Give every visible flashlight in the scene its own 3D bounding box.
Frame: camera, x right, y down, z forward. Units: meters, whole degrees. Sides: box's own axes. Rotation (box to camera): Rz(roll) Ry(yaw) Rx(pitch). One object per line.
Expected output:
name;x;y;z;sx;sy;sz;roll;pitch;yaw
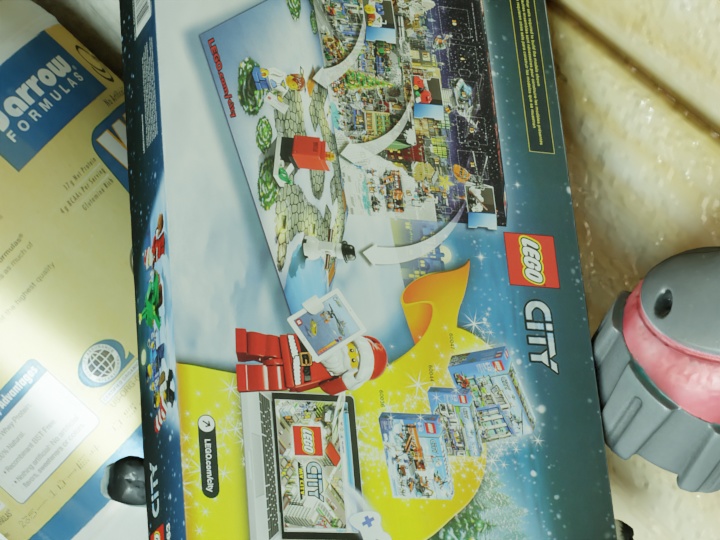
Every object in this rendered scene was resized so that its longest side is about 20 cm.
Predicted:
flashlight;0.132;-0.022;0.605;0.068;0.067;0.200;-102;29;-43

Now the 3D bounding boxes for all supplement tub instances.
supplement tub;-0.120;-0.003;0.738;0.200;0.145;0.145;43;139;-5

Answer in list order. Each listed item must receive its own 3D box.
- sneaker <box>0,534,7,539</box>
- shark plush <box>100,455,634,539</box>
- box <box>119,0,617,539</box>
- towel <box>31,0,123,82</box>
sneaker;-0.102;0.091;0.842;0.081;0.199;0.077;-51;27;38
shark plush;0.007;0.085;0.696;0.083;0.200;0.091;-48;63;30
box;0.000;0.000;0.650;0.038;0.136;0.201;136;133;-58
towel;-0.044;-0.055;0.762;0.200;0.035;0.132;50;150;-16
